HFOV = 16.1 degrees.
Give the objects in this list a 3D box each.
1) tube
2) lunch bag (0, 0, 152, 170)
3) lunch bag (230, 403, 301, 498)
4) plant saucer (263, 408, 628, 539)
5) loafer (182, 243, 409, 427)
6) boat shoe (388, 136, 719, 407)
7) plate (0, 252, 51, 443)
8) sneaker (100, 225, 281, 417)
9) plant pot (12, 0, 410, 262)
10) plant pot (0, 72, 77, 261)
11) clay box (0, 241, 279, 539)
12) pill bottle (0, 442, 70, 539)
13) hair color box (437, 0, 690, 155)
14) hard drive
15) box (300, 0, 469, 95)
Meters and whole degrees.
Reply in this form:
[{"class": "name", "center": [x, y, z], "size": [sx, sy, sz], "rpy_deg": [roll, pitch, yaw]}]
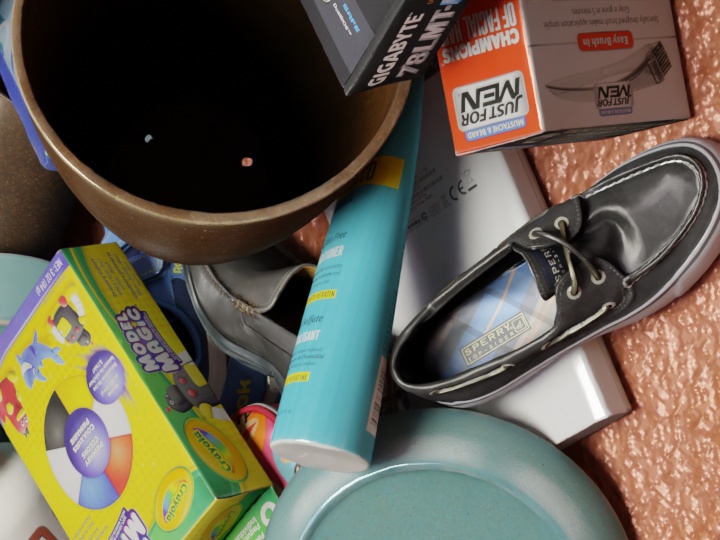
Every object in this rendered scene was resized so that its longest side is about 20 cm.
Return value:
[{"class": "tube", "center": [0.000, 0.000, 1.280], "size": [0.077, 0.050, 0.200], "rpy_deg": [-25, 49, 60]}, {"class": "lunch bag", "center": [-0.142, -0.180, 1.435], "size": [0.170, 0.127, 0.200], "rpy_deg": [-58, 45, 36]}, {"class": "lunch bag", "center": [-0.030, 0.184, 1.397], "size": [0.176, 0.082, 0.200], "rpy_deg": [50, 127, 27]}, {"class": "plant saucer", "center": [0.041, 0.169, 1.294], "size": [0.200, 0.027, 0.200], "rpy_deg": [3, 104, 14]}, {"class": "loafer", "center": [-0.031, 0.023, 1.368], "size": [0.200, 0.073, 0.072], "rpy_deg": [46, 139, 37]}, {"class": "boat shoe", "center": [0.093, 0.002, 1.233], "size": [0.200, 0.066, 0.070], "rpy_deg": [-33, 73, 26]}, {"class": "plate", "center": [-0.224, 0.078, 1.499], "size": [0.200, 0.200, 0.026], "rpy_deg": [-67, 29, 28]}, {"class": "sneaker", "center": [-0.114, 0.004, 1.456], "size": [0.074, 0.082, 0.200], "rpy_deg": [-48, 61, 40]}, {"class": "plant pot", "center": [-0.080, -0.078, 1.277], "size": [0.200, 0.187, 0.187], "rpy_deg": [112, 137, -70]}, {"class": "plant pot", "center": [-0.245, -0.046, 1.524], "size": [0.200, 0.187, 0.187], "rpy_deg": [-52, 60, 26]}, {"class": "clay box", "center": [-0.126, 0.097, 1.388], "size": [0.200, 0.048, 0.115], "rpy_deg": [56, 128, 24]}, {"class": "pill bottle", "center": [-0.199, 0.173, 1.479], "size": [0.112, 0.112, 0.200], "rpy_deg": [-10, 126, 45]}, {"class": "hair color box", "center": [0.084, -0.161, 1.213], "size": [0.064, 0.111, 0.200], "rpy_deg": [-13, 86, 46]}, {"class": "hard drive", "center": [0.053, 0.008, 1.328], "size": [0.132, 0.026, 0.200], "rpy_deg": [-34, 72, 42]}, {"class": "box", "center": [0.003, -0.212, 1.115], "size": [0.200, 0.050, 0.199], "rpy_deg": [66, 153, 18]}]
